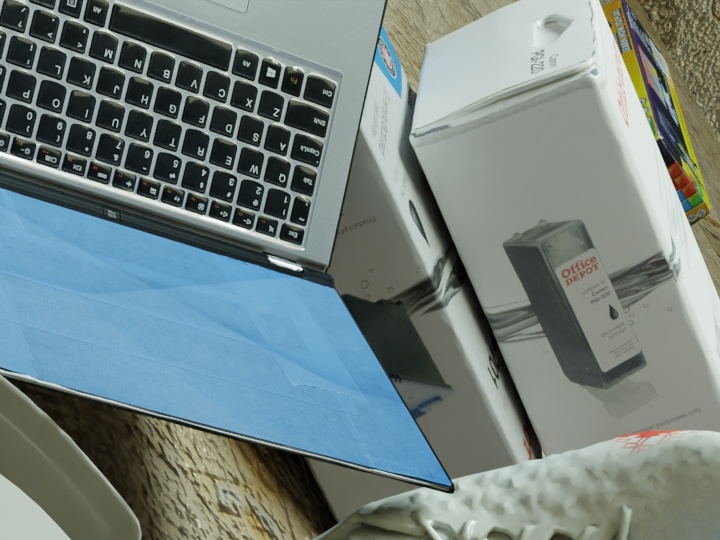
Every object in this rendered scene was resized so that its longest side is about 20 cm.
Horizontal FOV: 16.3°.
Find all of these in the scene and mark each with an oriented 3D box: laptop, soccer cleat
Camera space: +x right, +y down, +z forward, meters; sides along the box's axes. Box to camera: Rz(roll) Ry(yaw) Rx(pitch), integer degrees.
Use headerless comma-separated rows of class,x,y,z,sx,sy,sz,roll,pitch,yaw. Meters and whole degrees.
laptop,-0.054,-0.047,0.821,0.187,0.116,0.200,18,80,-33
soccer cleat,0.041,0.098,0.824,0.085,0.200,0.069,13,64,-54

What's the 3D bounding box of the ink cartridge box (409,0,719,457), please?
ink cartridge box,0.096,-0.004,1.052,0.146,0.085,0.200,-80,149,-69

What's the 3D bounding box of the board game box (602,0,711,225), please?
board game box,0.096,-0.052,1.366,0.057,0.165,0.200,53,15,-22

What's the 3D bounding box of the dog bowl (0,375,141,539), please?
dog bowl,-0.095,0.111,0.604,0.200,0.059,0.200,53,14,-20

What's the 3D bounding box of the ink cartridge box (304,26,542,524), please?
ink cartridge box,0.000,0.000,1.028,0.146,0.086,0.200,-86,151,-65
